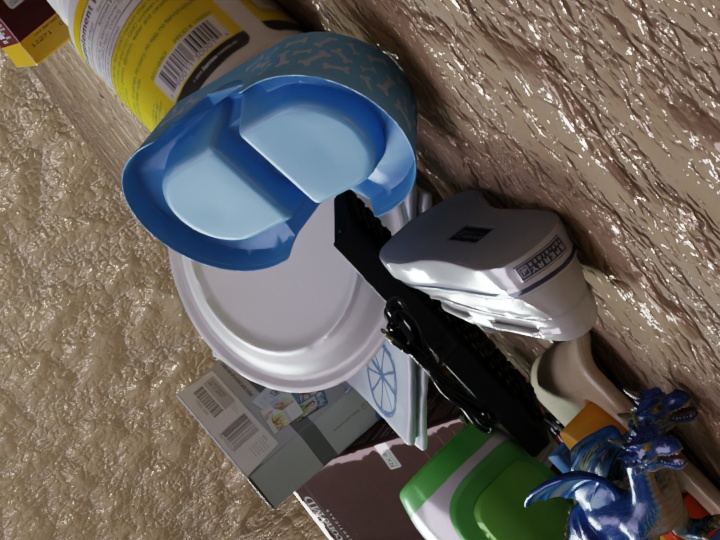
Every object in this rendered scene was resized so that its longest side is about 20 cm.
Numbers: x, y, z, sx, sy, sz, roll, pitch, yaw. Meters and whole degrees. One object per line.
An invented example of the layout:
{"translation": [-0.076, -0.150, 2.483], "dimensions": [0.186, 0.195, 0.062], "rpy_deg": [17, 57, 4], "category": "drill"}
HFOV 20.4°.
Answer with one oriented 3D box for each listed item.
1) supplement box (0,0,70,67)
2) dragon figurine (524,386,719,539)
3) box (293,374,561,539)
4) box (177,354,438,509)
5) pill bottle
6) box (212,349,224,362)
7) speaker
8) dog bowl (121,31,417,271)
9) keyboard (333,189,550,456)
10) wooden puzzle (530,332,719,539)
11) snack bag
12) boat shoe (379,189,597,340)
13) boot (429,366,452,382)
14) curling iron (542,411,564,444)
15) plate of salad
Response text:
{"translation": [-0.256, -0.268, 1.457], "dimensions": [0.200, 0.133, 0.197], "rpy_deg": [52, 173, -13], "category": "supplement box"}
{"translation": [0.134, 0.126, 1.122], "dimensions": [0.100, 0.059, 0.200], "rpy_deg": [53, 143, -8], "category": "dragon figurine"}
{"translation": [0.046, 0.142, 1.446], "dimensions": [0.200, 0.075, 0.100], "rpy_deg": [-23, 110, 46], "category": "box"}
{"translation": [-0.027, 0.070, 1.488], "dimensions": [0.041, 0.200, 0.156], "rpy_deg": [53, 172, -31], "category": "box"}
{"translation": [-0.114, -0.150, 1.271], "dimensions": [0.200, 0.114, 0.114], "rpy_deg": [46, 172, 33], "category": "pill bottle"}
{"translation": [-0.073, -0.030, 1.421], "dimensions": [0.117, 0.060, 0.201], "rpy_deg": [-166, 69, -68], "category": "box"}
{"translation": [0.118, 0.187, 1.240], "dimensions": [0.200, 0.088, 0.088], "rpy_deg": [46, 172, 8], "category": "speaker"}
{"translation": [-0.048, -0.069, 1.135], "dimensions": [0.200, 0.050, 0.111], "rpy_deg": [-24, 125, 41], "category": "dog bowl"}
{"translation": [0.051, 0.039, 1.208], "dimensions": [0.200, 0.021, 0.127], "rpy_deg": [46, -160, -24], "category": "keyboard"}
{"translation": [0.172, 0.134, 1.224], "dimensions": [0.200, 0.046, 0.185], "rpy_deg": [50, 173, 4], "category": "wooden puzzle"}
{"translation": [0.000, 0.000, 1.362], "dimensions": [0.200, 0.021, 0.190], "rpy_deg": [-141, 45, -58], "category": "snack bag"}
{"translation": [0.069, 0.004, 1.102], "dimensions": [0.066, 0.073, 0.200], "rpy_deg": [57, 172, -16], "category": "boat shoe"}
{"translation": [0.039, 0.105, 1.528], "dimensions": [0.143, 0.071, 0.201], "rpy_deg": [10, -169, -16], "category": "boot"}
{"translation": [0.189, 0.162, 1.334], "dimensions": [0.200, 0.026, 0.050], "rpy_deg": [49, 175, 9], "category": "curling iron"}
{"translation": [-0.046, -0.020, 1.318], "dimensions": [0.200, 0.200, 0.048], "rpy_deg": [48, -149, 19], "category": "plate of salad"}
